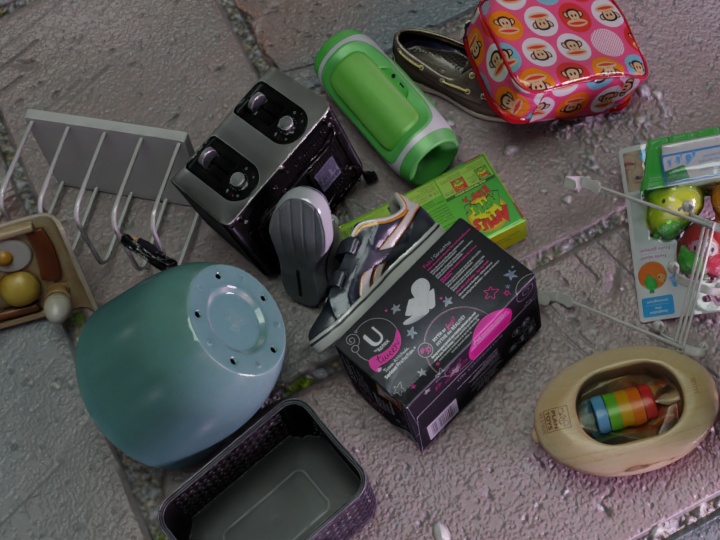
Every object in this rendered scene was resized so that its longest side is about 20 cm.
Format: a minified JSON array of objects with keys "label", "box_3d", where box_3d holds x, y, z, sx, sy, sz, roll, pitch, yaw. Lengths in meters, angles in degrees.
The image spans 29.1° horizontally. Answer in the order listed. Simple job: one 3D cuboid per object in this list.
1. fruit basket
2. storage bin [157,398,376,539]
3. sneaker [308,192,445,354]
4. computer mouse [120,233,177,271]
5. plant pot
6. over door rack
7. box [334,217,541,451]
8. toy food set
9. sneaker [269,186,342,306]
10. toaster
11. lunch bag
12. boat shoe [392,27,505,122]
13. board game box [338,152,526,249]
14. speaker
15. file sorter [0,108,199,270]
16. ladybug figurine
[{"label":"fruit basket","box_3d":[0.382,-0.056,1.522,0.183,0.094,0.203,-9,71,21]},{"label":"storage bin","box_3d":[-0.095,0.251,1.456,0.199,0.094,0.135,-39,66,-11]},{"label":"sneaker","box_3d":[0.000,0.000,1.509,0.079,0.078,0.200,46,70,-2]},{"label":"computer mouse","box_3d":[-0.177,0.003,1.555,0.199,0.059,0.034,29,95,-24]},{"label":"plant pot","box_3d":[-0.173,0.084,1.455,0.161,0.199,0.203,-36,55,40]},{"label":"over door rack","box_3d":[0.302,-0.009,1.496,0.198,0.066,0.150,20,107,32]},{"label":"box","box_3d":[0.086,0.069,1.494,0.200,0.132,0.115,-44,63,-13]},{"label":"toy food set","box_3d":[-0.407,0.026,1.571,0.198,0.144,0.061,-15,42,0]},{"label":"sneaker","box_3d":[-0.056,-0.041,1.530,0.072,0.201,0.071,23,60,9]},{"label":"toaster","box_3d":[-0.097,-0.108,1.581,0.118,0.200,0.181,38,83,25]},{"label":"lunch bag","box_3d":[0.222,-0.265,1.626,0.198,0.082,0.178,-9,63,-24]},{"label":"boat shoe","box_3d":[0.128,-0.238,1.670,0.198,0.060,0.072,24,70,18]},{"label":"board game box","box_3d":[0.080,-0.042,1.593,0.198,0.048,0.102,-27,65,-5]},{"label":"speaker","box_3d":[0.029,-0.196,1.652,0.088,0.089,0.200,-35,65,-9]},{"label":"file sorter","box_3d":[-0.295,-0.084,1.610,0.197,0.139,0.126,9,62,12]},{"label":"ladybug figurine","box_3d":[0.275,0.153,1.460,0.197,0.072,0.137,-11,63,3]}]
